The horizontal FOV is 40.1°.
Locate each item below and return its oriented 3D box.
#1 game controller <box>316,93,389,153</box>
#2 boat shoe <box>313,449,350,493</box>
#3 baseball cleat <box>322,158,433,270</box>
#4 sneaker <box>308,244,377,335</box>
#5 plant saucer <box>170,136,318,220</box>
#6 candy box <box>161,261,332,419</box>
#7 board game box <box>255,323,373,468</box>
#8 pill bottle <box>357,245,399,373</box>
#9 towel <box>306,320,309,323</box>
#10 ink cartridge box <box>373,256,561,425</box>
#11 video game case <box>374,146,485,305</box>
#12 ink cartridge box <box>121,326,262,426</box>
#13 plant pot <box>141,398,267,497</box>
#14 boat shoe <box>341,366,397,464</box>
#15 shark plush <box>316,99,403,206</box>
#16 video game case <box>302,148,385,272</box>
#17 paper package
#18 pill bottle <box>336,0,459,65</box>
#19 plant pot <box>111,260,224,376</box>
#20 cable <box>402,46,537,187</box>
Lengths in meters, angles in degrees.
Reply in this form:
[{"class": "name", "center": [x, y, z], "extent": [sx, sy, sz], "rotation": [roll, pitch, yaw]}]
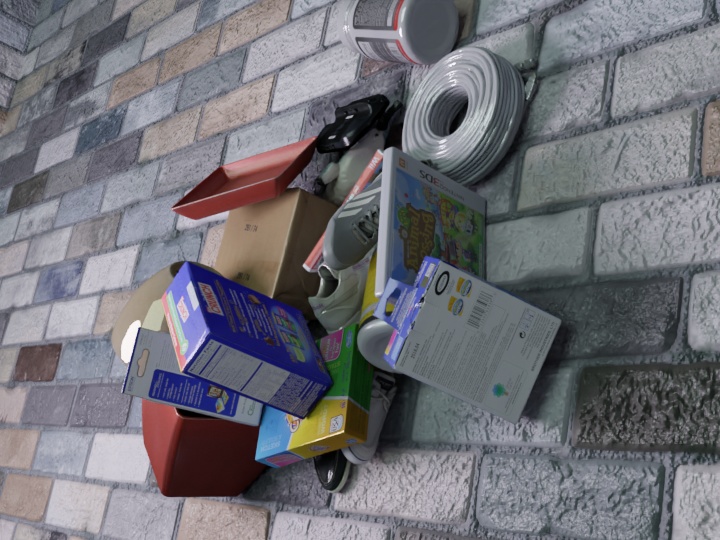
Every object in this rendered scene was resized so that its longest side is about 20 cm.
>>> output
[{"class": "game controller", "center": [-0.016, -0.229, 1.558], "extent": [0.105, 0.042, 0.200], "rotation": [-57, 16, -6]}, {"class": "boat shoe", "center": [-0.057, 0.215, 1.409], "extent": [0.074, 0.065, 0.203], "rotation": [-27, 52, 41]}, {"class": "baseball cleat", "center": [0.026, -0.084, 1.311], "extent": [0.201, 0.070, 0.106], "rotation": [-54, 19, -26]}, {"class": "sneaker", "center": [0.000, 0.000, 1.395], "extent": [0.074, 0.100, 0.201], "rotation": [-9, 40, 51]}, {"class": "plant saucer", "center": [-0.175, -0.142, 1.562], "extent": [0.197, 0.037, 0.200], "rotation": [-15, 20, 23]}, {"class": "candy box", "center": [-0.153, 0.092, 1.307], "extent": [0.077, 0.198, 0.170], "rotation": [-52, 34, 16]}, {"class": "board game box", "center": [-0.062, 0.174, 1.345], "extent": [0.199, 0.040, 0.155], "rotation": [-26, 48, 44]}, {"class": "pill bottle", "center": [0.061, 0.026, 1.310], "extent": [0.111, 0.111, 0.202], "rotation": [-29, 38, 39]}, {"class": "towel", "center": [-0.101, 0.025, 1.598], "extent": [0.200, 0.024, 0.149], "rotation": [-42, 44, 30]}, {"class": "ink cartridge box", "center": [0.116, 0.073, 1.152], "extent": [0.138, 0.197, 0.076], "rotation": [-65, 12, 0]}, {"class": "video game case", "center": [0.094, -0.034, 1.255], "extent": [0.022, 0.180, 0.204], "rotation": [-20, 56, 44]}, {"class": "ink cartridge box", "center": [-0.229, 0.151, 1.388], "extent": [0.037, 0.197, 0.096], "rotation": [152, 132, -70]}, {"class": "plant pot", "center": [-0.240, 0.239, 1.533], "extent": [0.200, 0.197, 0.178], "rotation": [52, 127, 49]}, {"class": "boat shoe", "center": [0.016, 0.161, 1.349], "extent": [0.069, 0.070, 0.203], "rotation": [-25, 47, 45]}, {"class": "shark plush", "center": [-0.005, -0.186, 1.559], "extent": [0.083, 0.090, 0.203], "rotation": [-109, 42, -80]}, {"class": "video game case", "center": [0.003, -0.083, 1.439], "extent": [0.017, 0.143, 0.201], "rotation": [38, 105, 18]}, {"class": "paper package", "center": [-0.135, -0.026, 1.564], "extent": [0.198, 0.103, 0.194], "rotation": [1, 73, 50]}, {"class": "pill bottle", "center": [0.053, -0.386, 1.545], "extent": [0.199, 0.115, 0.118], "rotation": [22, 88, 53]}, {"class": "plant pot", "center": [-0.263, 0.066, 1.486], "extent": [0.201, 0.197, 0.136], "rotation": [51, 126, 50]}, {"class": "cable", "center": [0.142, -0.213, 1.384], "extent": [0.198, 0.069, 0.203], "rotation": [9, 79, 52]}]
